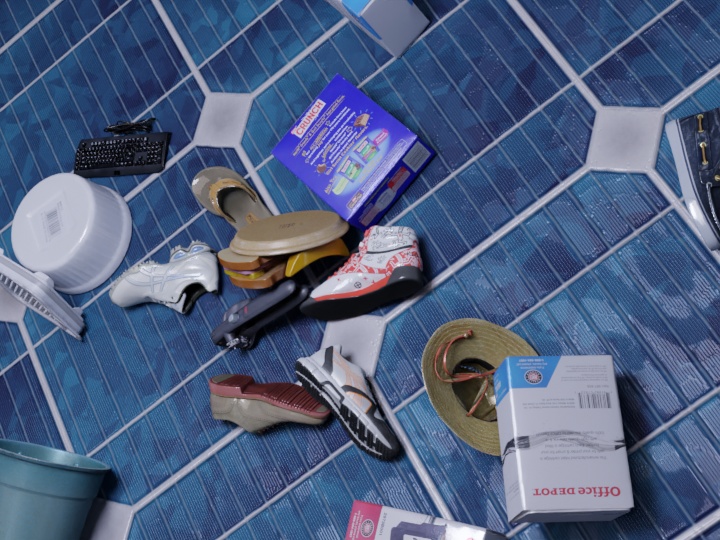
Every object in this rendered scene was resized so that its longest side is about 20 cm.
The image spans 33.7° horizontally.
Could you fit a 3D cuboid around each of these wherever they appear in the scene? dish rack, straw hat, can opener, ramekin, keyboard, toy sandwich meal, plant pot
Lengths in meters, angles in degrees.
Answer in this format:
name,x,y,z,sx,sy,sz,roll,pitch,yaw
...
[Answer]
name,x,y,z,sx,sy,sz,roll,pitch,yaw
dish rack,-0.549,0.030,1.990,0.199,0.172,0.044,25,71,33
straw hat,0.156,0.167,1.612,0.085,0.200,0.202,133,135,-55
can opener,-0.157,0.064,1.804,0.200,0.063,0.079,-31,64,41
ramekin,-0.501,-0.069,2.040,0.200,0.098,0.201,-10,67,24
keyboard,-0.427,-0.220,2.095,0.199,0.040,0.105,-2,71,26
toy sandwich meal,-0.110,-0.033,1.802,0.204,0.205,0.071,-1,109,27
plant pot,-0.505,0.376,1.828,0.199,0.200,0.197,11,85,30

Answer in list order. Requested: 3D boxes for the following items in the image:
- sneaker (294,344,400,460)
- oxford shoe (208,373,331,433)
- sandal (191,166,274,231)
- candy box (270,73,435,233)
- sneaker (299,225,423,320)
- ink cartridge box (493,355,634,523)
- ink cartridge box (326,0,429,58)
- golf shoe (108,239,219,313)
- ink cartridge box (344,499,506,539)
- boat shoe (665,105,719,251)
name,x,y,z,sx,sy,sz,roll,pitch,yaw
sneaker,-0.005,0.183,1.704,0.080,0.074,0.200,-31,67,-28
oxford shoe,-0.134,0.208,1.777,0.199,0.070,0.075,11,108,25
sandal,-0.207,-0.110,1.930,0.080,0.054,0.200,-49,57,3
candy box,-0.014,-0.183,1.845,0.169,0.077,0.200,-49,58,4
sneaker,0.001,0.000,1.777,0.201,0.067,0.108,-18,55,24
ink cartridge box,0.254,0.215,1.515,0.144,0.084,0.201,0,67,-8
ink cartridge box,-0.005,-0.448,1.900,0.086,0.146,0.200,-47,58,6
golf shoe,-0.317,0.030,1.924,0.199,0.078,0.098,-25,68,18
ink cartridge box,0.078,0.396,1.570,0.199,0.084,0.145,6,74,29
boat shoe,0.471,-0.129,1.575,0.091,0.071,0.201,-21,61,23
